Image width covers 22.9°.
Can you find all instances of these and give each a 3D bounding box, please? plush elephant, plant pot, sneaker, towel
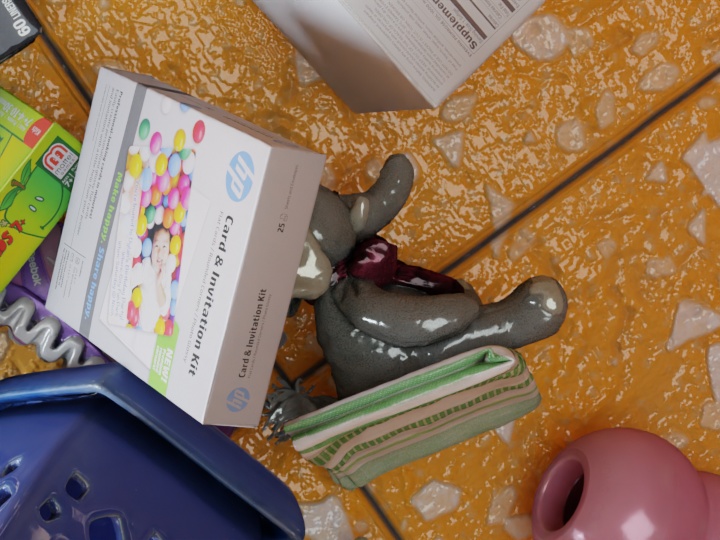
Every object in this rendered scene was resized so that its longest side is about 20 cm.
[{"bbox_3d":[0.000,0.000,1.135,0.200,0.165,0.155,-24,97,-13],"label":"plush elephant"},{"bbox_3d":[-0.165,0.167,1.070,0.200,0.200,0.180,42,60,-26],"label":"plant pot"},{"bbox_3d":[-0.155,0.039,1.150,0.200,0.080,0.088,36,78,-12],"label":"sneaker"},{"bbox_3d":[0.039,0.095,1.128,0.153,0.200,0.023,-23,73,4],"label":"towel"}]

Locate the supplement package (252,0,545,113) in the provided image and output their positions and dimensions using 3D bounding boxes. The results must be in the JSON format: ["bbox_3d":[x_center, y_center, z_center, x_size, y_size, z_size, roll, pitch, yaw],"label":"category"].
[{"bbox_3d":[0.007,-0.190,1.103,0.111,0.200,0.156,-44,102,-6],"label":"supplement package"}]

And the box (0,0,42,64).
[{"bbox_3d":[-0.310,-0.141,1.081,0.200,0.106,0.122,-34,101,-8],"label":"box"}]

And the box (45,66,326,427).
[{"bbox_3d":[-0.105,-0.018,1.010,0.041,0.200,0.156,6,104,-38],"label":"box"}]

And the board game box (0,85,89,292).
[{"bbox_3d":[-0.257,-0.016,1.101,0.200,0.102,0.048,-52,131,-5],"label":"board game box"}]

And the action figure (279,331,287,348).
[{"bbox_3d":[-0.111,-0.021,1.104,0.055,0.200,0.118,-15,129,-30],"label":"action figure"}]

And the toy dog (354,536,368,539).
[{"bbox_3d":[-0.047,0.299,1.178,0.200,0.140,0.194,-25,136,-12],"label":"toy dog"}]

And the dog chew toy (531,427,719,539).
[{"bbox_3d":[0.218,0.187,1.230,0.200,0.125,0.125,24,89,-22],"label":"dog chew toy"}]
